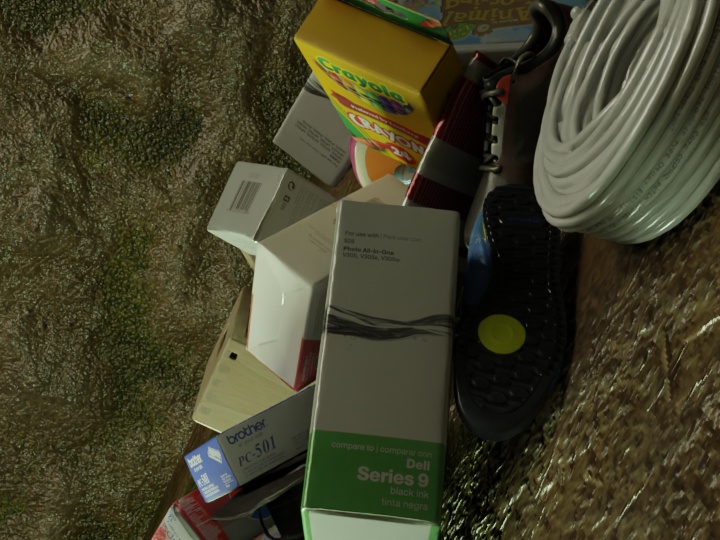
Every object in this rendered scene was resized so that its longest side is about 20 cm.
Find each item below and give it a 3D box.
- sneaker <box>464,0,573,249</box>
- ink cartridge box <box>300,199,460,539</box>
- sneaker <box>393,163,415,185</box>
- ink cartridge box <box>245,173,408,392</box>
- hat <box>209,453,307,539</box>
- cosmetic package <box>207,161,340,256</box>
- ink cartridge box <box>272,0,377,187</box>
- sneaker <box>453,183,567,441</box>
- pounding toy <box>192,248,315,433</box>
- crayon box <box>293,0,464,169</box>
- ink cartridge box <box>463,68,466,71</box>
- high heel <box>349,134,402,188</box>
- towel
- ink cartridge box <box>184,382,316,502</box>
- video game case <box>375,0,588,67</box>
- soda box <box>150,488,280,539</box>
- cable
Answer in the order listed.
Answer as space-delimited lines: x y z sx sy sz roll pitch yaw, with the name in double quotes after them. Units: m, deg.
0.113 -0.112 0.881 0.203 0.081 0.077 -66 25 0 "sneaker"
0.015 0.078 0.739 0.147 0.082 0.203 89 -173 -63 "ink cartridge box"
0.072 -0.078 1.080 0.200 0.081 0.075 125 165 -54 "sneaker"
0.000 0.000 0.979 0.199 0.067 0.118 -29 -37 -39 "ink cartridge box"
-0.015 0.174 0.892 0.198 0.082 0.201 -28 -3 -2 "hat"
-0.041 -0.028 1.173 0.112 0.199 0.082 14 75 57 "cosmetic package"
0.009 -0.204 1.186 0.201 0.083 0.145 -56 -1 34 "ink cartridge box"
0.094 0.037 0.744 0.079 0.065 0.202 96 -176 -46 "sneaker"
-0.087 0.087 1.267 0.144 0.182 0.200 -62 9 16 "pounding toy"
0.026 -0.148 0.933 0.051 0.126 0.200 -56 -28 -11 "crayon box"
0.132 -0.303 1.319 0.200 0.082 0.147 -102 37 -74 "ink cartridge box"
0.022 -0.127 1.157 0.067 0.097 0.199 -36 -24 15 "high heel"
0.078 -0.067 0.940 0.143 0.023 0.203 12 -74 -59 "towel"
-0.037 0.116 0.935 0.198 0.045 0.094 -25 -6 -30 "ink cartridge box"
0.110 -0.246 1.027 0.022 0.196 0.184 68 -149 -46 "video game case"
-0.086 0.204 1.016 0.199 0.064 0.070 -22 -27 -47 "soda box"
0.165 -0.109 0.655 0.200 0.068 0.203 153 140 -75 "cable"
